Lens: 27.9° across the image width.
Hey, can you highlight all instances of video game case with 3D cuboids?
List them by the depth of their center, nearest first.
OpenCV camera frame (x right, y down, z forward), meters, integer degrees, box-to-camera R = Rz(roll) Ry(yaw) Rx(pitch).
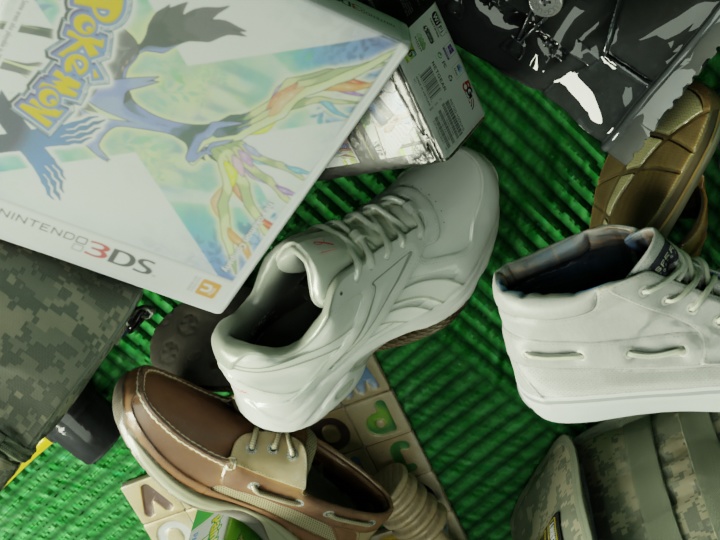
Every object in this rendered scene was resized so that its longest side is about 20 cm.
[{"bbox_3d":[-0.103,-0.074,0.700,0.181,0.022,0.200,20,127,-24],"label":"video game case"}]

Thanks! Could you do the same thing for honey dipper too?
[{"bbox_3d":[0.076,0.203,0.958,0.038,0.038,0.200,-34,114,19],"label":"honey dipper"}]

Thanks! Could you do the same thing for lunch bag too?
[{"bbox_3d":[-0.233,0.017,0.784,0.200,0.139,0.168,41,92,-16],"label":"lunch bag"},{"bbox_3d":[0.174,0.169,0.865,0.199,0.164,0.118,-28,118,16],"label":"lunch bag"}]

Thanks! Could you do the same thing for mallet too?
[{"bbox_3d":[-0.229,0.141,0.955,0.066,0.041,0.200,37,118,-10],"label":"mallet"}]

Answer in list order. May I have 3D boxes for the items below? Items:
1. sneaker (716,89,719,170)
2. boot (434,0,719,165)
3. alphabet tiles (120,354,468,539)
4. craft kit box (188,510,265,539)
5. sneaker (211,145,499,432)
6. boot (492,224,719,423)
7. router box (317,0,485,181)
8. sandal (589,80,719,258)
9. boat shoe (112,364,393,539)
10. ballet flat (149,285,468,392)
[{"bbox_3d":[0.254,-0.020,0.815,0.091,0.078,0.201,-8,118,4],"label":"sneaker"},{"bbox_3d":[0.104,-0.176,0.745,0.200,0.066,0.165,37,106,1],"label":"boot"},{"bbox_3d":[-0.050,0.150,0.960,0.199,0.008,0.168,-21,114,14],"label":"alphabet tiles"},{"bbox_3d":[-0.029,0.233,0.885,0.048,0.200,0.198,-34,110,21],"label":"craft kit box"},{"bbox_3d":[0.000,0.000,0.795,0.200,0.078,0.099,-47,151,-9],"label":"sneaker"},{"bbox_3d":[0.169,0.020,0.752,0.199,0.074,0.096,-12,128,15],"label":"boot"},{"bbox_3d":[-0.041,-0.143,0.749,0.149,0.051,0.201,-5,121,40],"label":"router box"},{"bbox_3d":[0.165,-0.016,0.823,0.054,0.080,0.201,6,120,-16],"label":"sandal"},{"bbox_3d":[-0.059,0.108,0.859,0.072,0.076,0.200,-36,128,24],"label":"boat shoe"},{"bbox_3d":[-0.030,0.033,0.876,0.199,0.068,0.046,-15,159,11],"label":"ballet flat"}]
